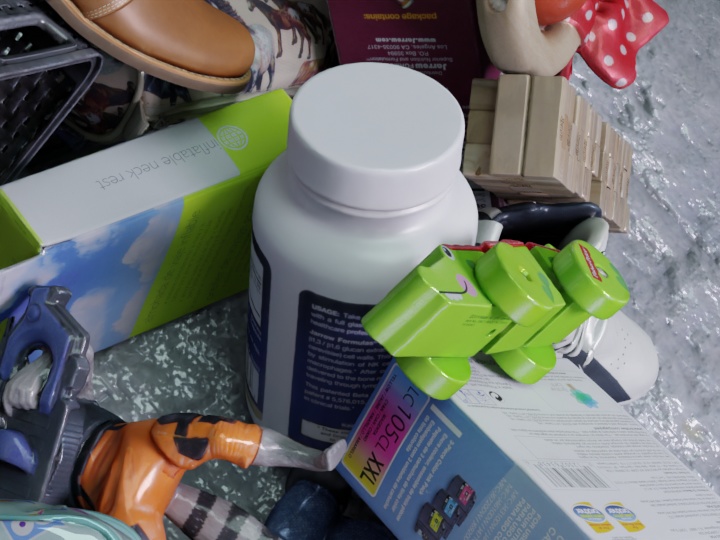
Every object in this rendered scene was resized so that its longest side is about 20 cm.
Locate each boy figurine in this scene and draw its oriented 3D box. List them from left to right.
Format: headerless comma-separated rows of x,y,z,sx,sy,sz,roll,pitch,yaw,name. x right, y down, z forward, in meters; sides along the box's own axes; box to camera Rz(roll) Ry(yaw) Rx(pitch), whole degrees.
-0.039,0.188,0.742,0.124,0.064,0.200,30,53,-3,boy figurine

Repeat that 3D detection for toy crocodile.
0.063,0.013,0.708,0.200,0.068,0.062,-2,52,-56,toy crocodile

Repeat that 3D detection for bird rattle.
0.098,-0.169,0.824,0.112,0.201,0.163,20,39,22,bird rattle

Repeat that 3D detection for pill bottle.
0.000,0.000,0.776,0.110,0.201,0.111,3,44,-3,pill bottle

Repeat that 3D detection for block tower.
0.110,-0.063,0.879,0.054,0.200,0.058,5,83,21,block tower

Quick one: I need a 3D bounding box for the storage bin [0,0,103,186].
-0.225,-0.050,0.684,0.094,0.200,0.135,44,20,3,storage bin

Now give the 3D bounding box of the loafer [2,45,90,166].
-0.132,-0.124,0.883,0.072,0.063,0.200,47,51,4,loafer

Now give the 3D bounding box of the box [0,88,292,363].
-0.119,-0.012,0.783,0.200,0.122,0.048,-24,66,-38,box

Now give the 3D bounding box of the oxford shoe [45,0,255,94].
-0.111,-0.144,0.696,0.200,0.071,0.071,31,19,-41,oxford shoe

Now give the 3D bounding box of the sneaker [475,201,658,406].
0.117,0.019,0.869,0.199,0.129,0.080,33,67,-21,sneaker

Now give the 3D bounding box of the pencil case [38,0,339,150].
-0.083,-0.116,0.842,0.200,0.078,0.090,-18,78,-52,pencil case

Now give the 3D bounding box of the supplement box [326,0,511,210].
0.044,-0.134,0.888,0.085,0.201,0.111,3,41,20,supplement box

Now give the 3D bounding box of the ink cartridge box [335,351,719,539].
0.102,0.122,0.711,0.136,0.077,0.200,7,26,-44,ink cartridge box

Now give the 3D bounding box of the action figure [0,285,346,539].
-0.125,0.120,0.708,0.193,0.105,0.201,23,88,20,action figure

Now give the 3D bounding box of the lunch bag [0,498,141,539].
-0.186,0.170,0.615,0.199,0.077,0.161,2,83,2,lunch bag
